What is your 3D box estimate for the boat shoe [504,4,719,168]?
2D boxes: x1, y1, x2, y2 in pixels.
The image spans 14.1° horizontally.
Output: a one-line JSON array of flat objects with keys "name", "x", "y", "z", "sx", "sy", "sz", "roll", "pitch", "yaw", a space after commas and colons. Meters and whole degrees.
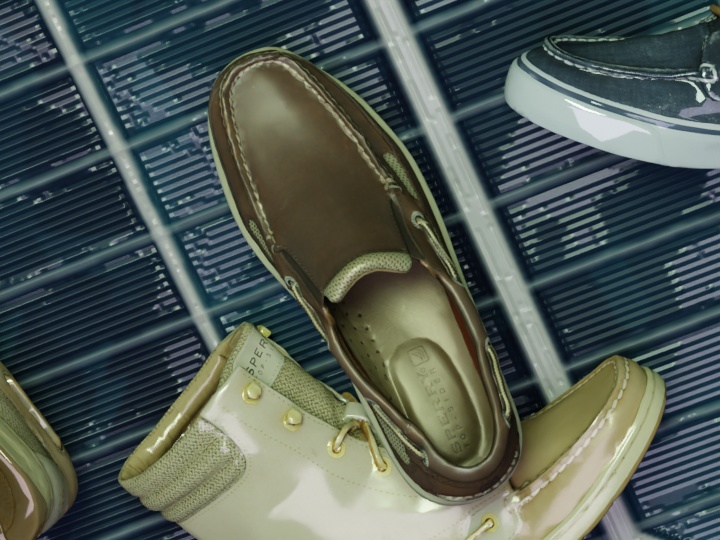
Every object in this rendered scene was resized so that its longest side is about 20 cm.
[{"name": "boat shoe", "x": 0.160, "y": -0.089, "z": 1.141, "sx": 0.200, "sy": 0.071, "sz": 0.091, "roll": 8, "pitch": 112, "yaw": -7}]

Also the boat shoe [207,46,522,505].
[{"name": "boat shoe", "x": 0.005, "y": -0.003, "z": 1.149, "sx": 0.075, "sy": 0.075, "sz": 0.203, "roll": -33, "pitch": 85, "yaw": -3}]

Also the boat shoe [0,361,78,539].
[{"name": "boat shoe", "x": -0.197, "y": 0.034, "z": 1.220, "sx": 0.071, "sy": 0.065, "sz": 0.200, "roll": -38, "pitch": 90, "yaw": 25}]

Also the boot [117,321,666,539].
[{"name": "boot", "x": 0.013, "y": 0.071, "z": 1.217, "sx": 0.155, "sy": 0.073, "sz": 0.200, "roll": 44, "pitch": 112, "yaw": -12}]
